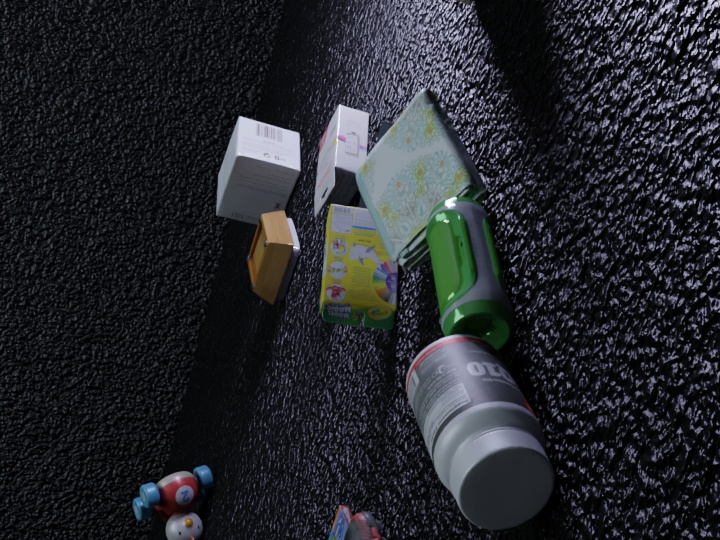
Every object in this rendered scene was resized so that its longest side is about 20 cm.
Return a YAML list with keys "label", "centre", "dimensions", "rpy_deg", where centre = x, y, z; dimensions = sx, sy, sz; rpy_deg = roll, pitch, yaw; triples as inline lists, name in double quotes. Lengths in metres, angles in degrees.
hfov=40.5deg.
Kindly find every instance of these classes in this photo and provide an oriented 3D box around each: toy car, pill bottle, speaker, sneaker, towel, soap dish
- label: "toy car"
  centre: [-0.458, 0.636, 2.516]
  dimensions: [0.201, 0.183, 0.177]
  rpy_deg: [62, 144, 22]
- label: "pill bottle"
  centre: [0.121, 0.161, 0.996]
  dimensions: [0.200, 0.113, 0.114]
  rpy_deg: [-112, 39, -62]
- label: "speaker"
  centre: [0.126, 0.003, 1.152]
  dimensions: [0.201, 0.088, 0.089]
  rpy_deg: [-95, 25, -47]
- label: "sneaker"
  centre: [-0.020, 0.415, 1.289]
  dimensions: [0.071, 0.097, 0.202]
  rpy_deg: [132, 149, -61]
- label: "towel"
  centre: [0.078, -0.122, 1.337]
  dimensions: [0.171, 0.048, 0.201]
  rpy_deg: [-46, 49, 30]
- label: "soap dish"
  centre: [-0.207, -0.036, 2.283]
  dimensions: [0.200, 0.081, 0.158]
  rpy_deg: [-113, 39, -62]

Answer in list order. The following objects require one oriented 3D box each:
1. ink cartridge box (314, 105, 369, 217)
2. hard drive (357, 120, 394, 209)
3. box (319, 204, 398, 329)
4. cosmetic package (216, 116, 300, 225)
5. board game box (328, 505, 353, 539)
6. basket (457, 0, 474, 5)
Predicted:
- label: "ink cartridge box"
  centre: [-0.036, -0.201, 1.875]
  dimensions: [0.117, 0.067, 0.201]
  rpy_deg: [125, 155, -52]
- label: "hard drive"
  centre: [0.039, -0.147, 1.644]
  dimensions: [0.140, 0.033, 0.201]
  rpy_deg: [-138, 63, -71]
- label: "box"
  centre: [0.000, 0.000, 1.509]
  dimensions: [0.048, 0.117, 0.201]
  rpy_deg: [109, 167, -59]
- label: "cosmetic package"
  centre: [-0.258, -0.245, 2.463]
  dimensions: [0.167, 0.166, 0.201]
  rpy_deg: [-96, 25, -47]
- label: "board game box"
  centre: [-0.042, 0.465, 1.457]
  dimensions: [0.103, 0.019, 0.201]
  rpy_deg: [-128, 53, -67]
- label: "basket"
  centre: [0.127, -0.538, 1.439]
  dimensions: [0.200, 0.160, 0.199]
  rpy_deg: [119, 158, -44]
